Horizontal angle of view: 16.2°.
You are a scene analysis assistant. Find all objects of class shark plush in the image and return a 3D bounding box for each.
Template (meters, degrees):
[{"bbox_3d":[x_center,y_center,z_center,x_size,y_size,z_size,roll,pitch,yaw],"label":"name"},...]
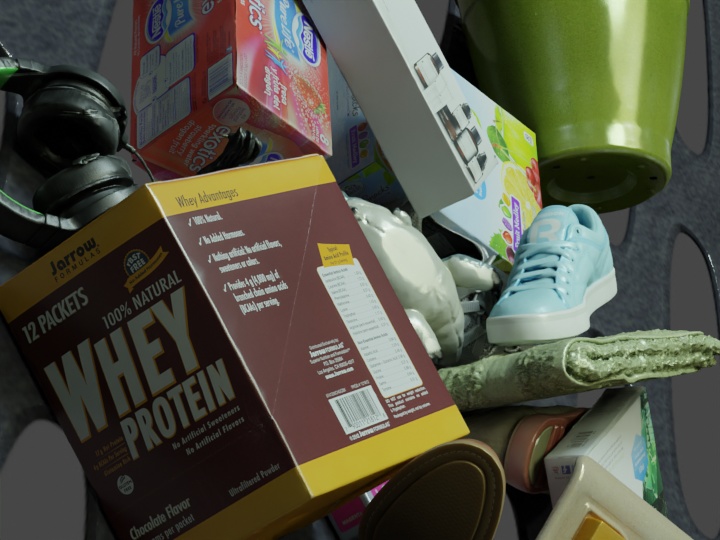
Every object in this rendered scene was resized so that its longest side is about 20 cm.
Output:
[{"bbox_3d":[0.000,0.000,1.740,0.200,0.083,0.091,37,62,-20],"label":"shark plush"}]

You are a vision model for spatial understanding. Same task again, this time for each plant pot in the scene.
[{"bbox_3d":[0.181,-0.155,2.063,0.200,0.200,0.193,23,55,-46],"label":"plant pot"}]

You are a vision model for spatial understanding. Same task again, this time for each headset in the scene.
[{"bbox_3d":[-0.161,-0.072,1.535,0.200,0.094,0.124,11,52,-38],"label":"headset"}]

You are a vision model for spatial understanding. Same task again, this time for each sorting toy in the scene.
[{"bbox_3d":[0.166,0.251,1.683,0.185,0.036,0.200,39,71,-30],"label":"sorting toy"}]

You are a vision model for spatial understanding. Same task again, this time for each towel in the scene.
[{"bbox_3d":[0.145,0.068,1.747,0.200,0.148,0.036,-6,84,-51],"label":"towel"}]

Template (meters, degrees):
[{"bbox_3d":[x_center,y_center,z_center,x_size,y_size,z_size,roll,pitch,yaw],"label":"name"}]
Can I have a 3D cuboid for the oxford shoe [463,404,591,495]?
[{"bbox_3d":[0.120,0.122,1.802,0.200,0.074,0.071,25,80,-68],"label":"oxford shoe"}]

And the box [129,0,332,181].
[{"bbox_3d":[-0.089,-0.145,1.710,0.095,0.103,0.200,36,34,-35],"label":"box"}]

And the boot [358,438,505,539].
[{"bbox_3d":[0.053,0.147,1.559,0.074,0.200,0.155,35,36,7],"label":"boot"}]

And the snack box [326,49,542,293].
[{"bbox_3d":[0.052,-0.078,1.894,0.200,0.068,0.169,33,38,-34],"label":"snack box"}]

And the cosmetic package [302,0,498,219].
[{"bbox_3d":[0.024,-0.142,1.746,0.200,0.051,0.083,62,20,-10],"label":"cosmetic package"}]

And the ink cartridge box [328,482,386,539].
[{"bbox_3d":[-0.018,0.074,1.670,0.200,0.042,0.119,60,29,7],"label":"ink cartridge box"}]

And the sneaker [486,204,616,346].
[{"bbox_3d":[0.129,-0.001,1.784,0.200,0.074,0.082,-39,119,-70],"label":"sneaker"}]

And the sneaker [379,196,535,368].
[{"bbox_3d":[0.073,0.022,1.812,0.200,0.082,0.075,41,33,-28],"label":"sneaker"}]

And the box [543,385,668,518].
[{"bbox_3d":[0.183,0.198,1.779,0.144,0.036,0.200,-38,121,-61],"label":"box"}]

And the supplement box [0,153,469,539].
[{"bbox_3d":[-0.074,0.055,1.503,0.197,0.133,0.200,-15,75,-60],"label":"supplement box"}]
